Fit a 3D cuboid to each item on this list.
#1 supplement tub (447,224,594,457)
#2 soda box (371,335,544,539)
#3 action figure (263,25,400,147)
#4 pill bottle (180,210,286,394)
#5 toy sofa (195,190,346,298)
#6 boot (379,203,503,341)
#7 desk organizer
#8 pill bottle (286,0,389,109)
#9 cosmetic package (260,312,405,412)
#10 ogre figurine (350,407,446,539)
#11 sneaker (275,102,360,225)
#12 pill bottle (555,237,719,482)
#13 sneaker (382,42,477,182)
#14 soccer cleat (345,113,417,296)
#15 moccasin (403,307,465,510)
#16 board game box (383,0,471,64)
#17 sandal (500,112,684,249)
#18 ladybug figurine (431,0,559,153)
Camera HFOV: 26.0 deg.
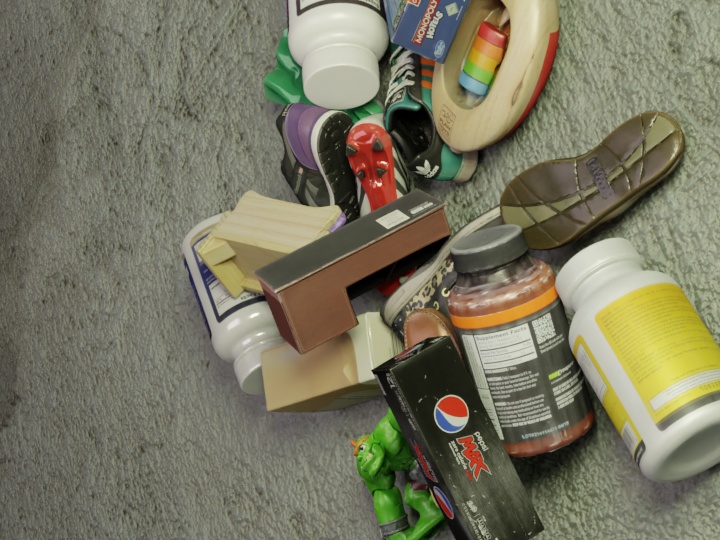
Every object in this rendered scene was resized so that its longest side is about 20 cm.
[{"bbox_3d":[0.144,0.063,1.442,0.106,0.106,0.202,-1,110,51],"label":"supplement tub"},{"bbox_3d":[0.089,0.163,1.424,0.202,0.070,0.063,64,163,-4],"label":"soda box"},{"bbox_3d":[-0.024,-0.192,1.745,0.200,0.054,0.119,44,133,31],"label":"action figure"},{"bbox_3d":[-0.134,0.040,1.840,0.111,0.110,0.202,-47,54,40],"label":"pill bottle"},{"bbox_3d":[-0.081,-0.017,1.704,0.199,0.083,0.098,12,57,50],"label":"toy sofa"},{"bbox_3d":[0.130,0.039,1.544,0.203,0.073,0.155,-42,72,23],"label":"boot"},{"bbox_3d":[0.000,0.000,1.584,0.072,0.198,0.078,34,148,62],"label":"desk organizer"},{"bbox_3d":[-0.025,-0.281,1.681,0.111,0.110,0.202,-35,49,45],"label":"pill bottle"},{"bbox_3d":[-0.011,0.102,1.690,0.199,0.104,0.072,-23,70,51],"label":"cosmetic package"},{"bbox_3d":[0.053,0.205,1.615,0.120,0.097,0.201,51,157,23],"label":"ogre figurine"},{"bbox_3d":[-0.042,-0.097,1.710,0.087,0.076,0.202,22,135,37],"label":"sneaker"},{"bbox_3d":[0.249,0.073,1.351,0.112,0.111,0.201,-53,51,36],"label":"pill bottle"},{"bbox_3d":[0.060,-0.185,1.623,0.071,0.079,0.202,-42,55,42],"label":"sneaker"},{"bbox_3d":[0.028,-0.071,1.671,0.068,0.085,0.202,-5,113,19],"label":"soccer cleat"},{"bbox_3d":[0.076,0.136,1.492,0.073,0.077,0.204,-10,83,27],"label":"moccasin"},{"bbox_3d":[0.079,-0.327,1.568,0.200,0.061,0.202,-120,52,-71],"label":"board game box"},{"bbox_3d":[0.218,-0.080,1.438,0.199,0.054,0.083,-34,67,30],"label":"sandal"},{"bbox_3d":[0.137,-0.206,1.534,0.136,0.071,0.202,50,126,41],"label":"ladybug figurine"}]
